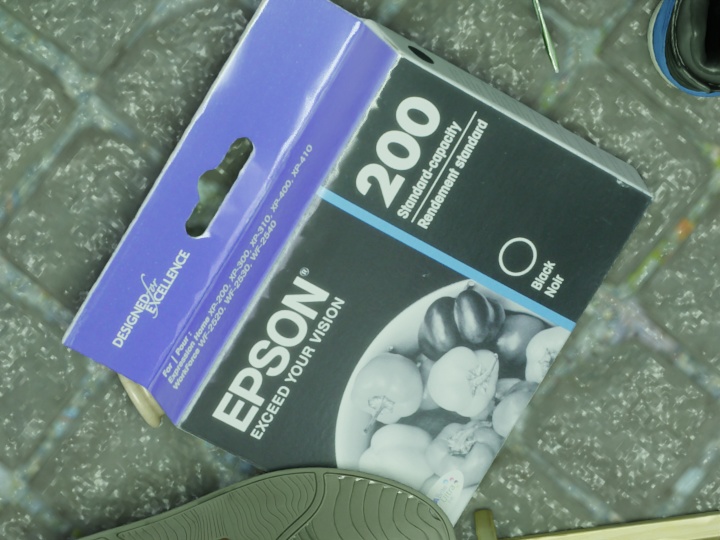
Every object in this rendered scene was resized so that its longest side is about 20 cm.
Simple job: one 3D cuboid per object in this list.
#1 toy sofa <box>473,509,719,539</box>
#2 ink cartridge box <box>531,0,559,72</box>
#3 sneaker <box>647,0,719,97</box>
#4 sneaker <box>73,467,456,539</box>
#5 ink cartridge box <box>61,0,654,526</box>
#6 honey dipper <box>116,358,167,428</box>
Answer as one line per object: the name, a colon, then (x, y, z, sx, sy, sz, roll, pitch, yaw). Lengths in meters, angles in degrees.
toy sofa: (0.151, 0.154, 1.346, 0.199, 0.083, 0.098, -8, 102, 1)
ink cartridge box: (0.030, -0.178, 1.294, 0.059, 0.104, 0.201, -17, 97, 3)
sneaker: (0.201, -0.160, 1.292, 0.077, 0.111, 0.200, 39, 95, -4)
sneaker: (-0.053, 0.150, 1.338, 0.199, 0.106, 0.075, -10, 62, 0)
ink cartridge box: (0.000, 0.000, 1.316, 0.199, 0.043, 0.199, 27, 100, -20)
honey dipper: (-0.020, 0.005, 1.351, 0.199, 0.038, 0.038, -32, 96, 2)
